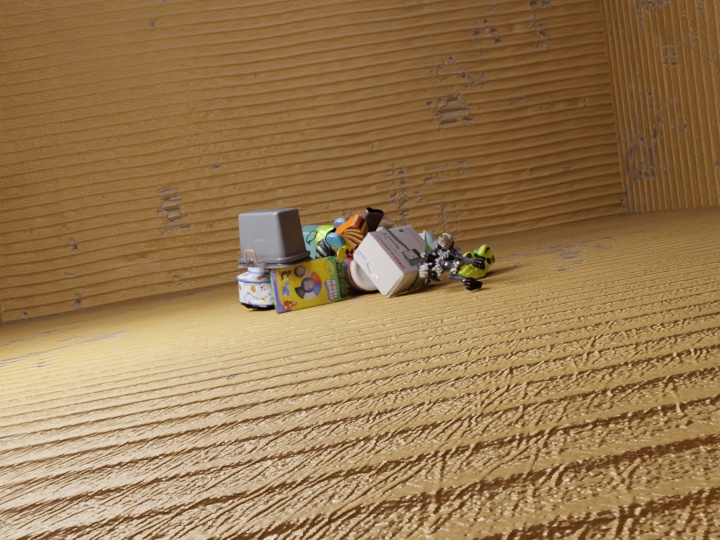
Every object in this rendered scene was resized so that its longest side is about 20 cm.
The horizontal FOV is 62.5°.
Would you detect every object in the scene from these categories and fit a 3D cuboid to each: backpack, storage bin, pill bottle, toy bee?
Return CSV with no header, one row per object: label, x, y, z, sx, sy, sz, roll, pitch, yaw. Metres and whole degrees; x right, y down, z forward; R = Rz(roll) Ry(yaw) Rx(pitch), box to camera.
backpack,-0.252,0.033,1.678,0.196,0.158,0.189,-3,17,35
storage bin,-0.237,-0.084,1.521,0.196,0.138,0.144,1,13,40
pill bottle,0.000,0.000,1.651,0.113,0.119,0.199,-10,-1,-19
toy bee,-0.036,-0.081,1.516,0.132,0.109,0.199,-53,27,-11

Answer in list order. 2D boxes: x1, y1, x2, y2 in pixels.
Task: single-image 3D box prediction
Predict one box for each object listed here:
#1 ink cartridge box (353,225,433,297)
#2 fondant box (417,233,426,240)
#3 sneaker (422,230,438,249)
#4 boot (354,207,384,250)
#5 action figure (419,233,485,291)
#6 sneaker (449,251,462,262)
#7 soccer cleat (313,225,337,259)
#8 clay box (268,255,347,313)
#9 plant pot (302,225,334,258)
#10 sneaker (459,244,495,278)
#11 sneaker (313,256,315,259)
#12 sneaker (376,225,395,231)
ink cartridge box,0.098,-0.027,1.497,0.198,0.147,0.085,-15,-32,-52
fondant box,0.144,-0.050,1.872,0.140,0.060,0.201,-3,-21,10
sneaker,0.169,-0.066,2.005,0.199,0.082,0.074,-39,12,24
boot,0.030,-0.104,1.789,0.168,0.072,0.198,-54,-27,18
action figure,0.191,-0.021,1.352,0.101,0.121,0.198,30,-7,-39
sneaker,0.266,-0.031,1.985,0.197,0.072,0.082,-1,30,49
soccer cleat,-0.093,-0.028,1.685,0.079,0.206,0.067,-4,-4,36
clay box,-0.130,0.033,1.524,0.195,0.118,0.048,-11,5,-15
plant pot,-0.110,-0.068,1.889,0.195,0.146,0.141,-2,12,26
sneaker,0.294,-0.009,1.562,0.083,0.075,0.199,-37,-9,32
sneaker,-0.136,0.013,1.808,0.196,0.117,0.075,-6,10,36
sneaker,0.093,-0.044,1.676,0.086,0.202,0.075,10,53,48
